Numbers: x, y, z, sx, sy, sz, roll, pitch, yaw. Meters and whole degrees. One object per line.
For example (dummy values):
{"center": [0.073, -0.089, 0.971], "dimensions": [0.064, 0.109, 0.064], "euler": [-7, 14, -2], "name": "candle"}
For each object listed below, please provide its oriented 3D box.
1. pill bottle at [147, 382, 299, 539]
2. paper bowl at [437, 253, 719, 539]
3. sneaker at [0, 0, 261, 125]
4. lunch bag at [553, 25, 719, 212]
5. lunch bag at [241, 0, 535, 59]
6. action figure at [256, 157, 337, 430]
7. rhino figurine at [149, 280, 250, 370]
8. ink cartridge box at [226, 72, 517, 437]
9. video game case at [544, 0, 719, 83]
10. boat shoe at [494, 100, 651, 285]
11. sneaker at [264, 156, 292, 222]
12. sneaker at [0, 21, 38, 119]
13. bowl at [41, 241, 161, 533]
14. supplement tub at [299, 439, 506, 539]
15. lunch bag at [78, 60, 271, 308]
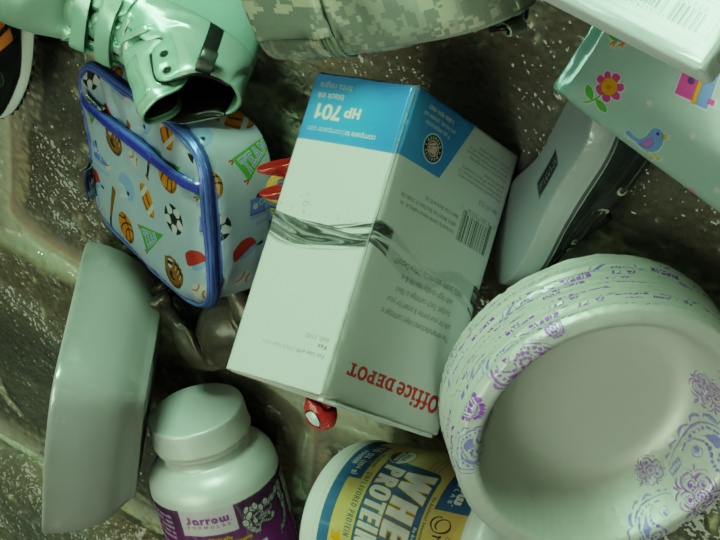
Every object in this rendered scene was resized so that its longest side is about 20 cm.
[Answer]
{"center": [-0.116, 0.201, 1.377], "dimensions": [0.112, 0.112, 0.200], "euler": [6, 123, 35], "name": "pill bottle"}
{"center": [0.149, 0.080, 1.058], "dimensions": [0.200, 0.104, 0.201], "euler": [-6, 124, -9], "name": "paper bowl"}
{"center": [-0.168, -0.159, 1.109], "dimensions": [0.200, 0.118, 0.074], "euler": [7, 139, -2], "name": "sneaker"}
{"center": [0.229, -0.139, 0.877], "dimensions": [0.170, 0.122, 0.200], "euler": [40, 125, 18], "name": "lunch bag"}
{"center": [0.010, -0.229, 0.967], "dimensions": [0.168, 0.139, 0.200], "euler": [3, 121, 37], "name": "lunch bag"}
{"center": [-0.040, 0.025, 1.110], "dimensions": [0.052, 0.065, 0.200], "euler": [-14, 117, -5], "name": "action figure"}
{"center": [-0.083, 0.027, 1.271], "dimensions": [0.200, 0.060, 0.088], "euler": [-20, 113, 41], "name": "rhino figurine"}
{"center": [0.012, -0.008, 1.044], "dimensions": [0.086, 0.146, 0.200], "euler": [14, 83, 34], "name": "ink cartridge box"}
{"center": [0.151, -0.213, 0.839], "dimensions": [0.200, 0.182, 0.023], "euler": [34, 179, 32], "name": "video game case"}
{"center": [0.139, -0.048, 1.045], "dimensions": [0.057, 0.069, 0.200], "euler": [7, 149, -13], "name": "boat shoe"}
{"center": [0.000, 0.000, 1.168], "dimensions": [0.075, 0.088, 0.200], "euler": [1, 118, 32], "name": "sneaker"}
{"center": [-0.292, -0.204, 1.239], "dimensions": [0.200, 0.090, 0.070], "euler": [-66, 35, 39], "name": "sneaker"}
{"center": [-0.211, 0.098, 1.342], "dimensions": [0.074, 0.200, 0.200], "euler": [7, 130, -5], "name": "bowl"}
{"center": [0.070, 0.212, 1.219], "dimensions": [0.200, 0.145, 0.145], "euler": [6, 122, 34], "name": "supplement tub"}
{"center": [-0.141, -0.077, 1.200], "dimensions": [0.200, 0.075, 0.160], "euler": [37, 140, 42], "name": "lunch bag"}
